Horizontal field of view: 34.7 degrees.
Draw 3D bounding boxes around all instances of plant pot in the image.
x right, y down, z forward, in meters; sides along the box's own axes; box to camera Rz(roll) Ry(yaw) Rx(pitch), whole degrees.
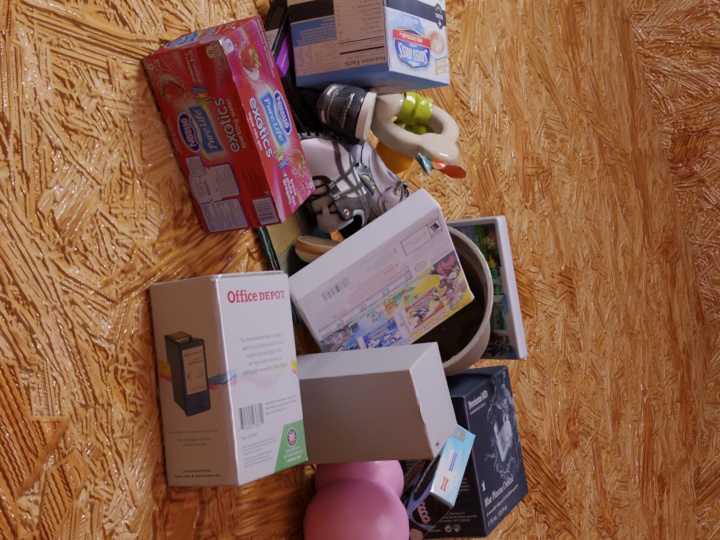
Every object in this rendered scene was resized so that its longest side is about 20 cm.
[{"bbox_3d":[0.094,0.059,1.543,0.184,0.198,0.203,47,42,-67],"label":"plant pot"}]

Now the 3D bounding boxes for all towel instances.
[{"bbox_3d":[-0.082,-0.054,1.375,0.147,0.021,0.202,-49,126,-57],"label":"towel"}]

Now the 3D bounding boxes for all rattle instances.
[{"bbox_3d":[0.067,-0.136,1.517,0.129,0.143,0.201,12,35,-39],"label":"rattle"}]

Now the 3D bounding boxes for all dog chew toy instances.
[{"bbox_3d":[-0.002,0.259,1.355,0.125,0.123,0.202,55,30,-43],"label":"dog chew toy"}]

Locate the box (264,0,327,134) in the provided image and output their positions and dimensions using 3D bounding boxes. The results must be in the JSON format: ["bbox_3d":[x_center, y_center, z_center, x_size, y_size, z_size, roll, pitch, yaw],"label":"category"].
[{"bbox_3d":[-0.062,-0.239,1.445,0.201,0.036,0.144,56,37,-41],"label":"box"}]

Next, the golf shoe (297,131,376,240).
[{"bbox_3d":[-0.038,-0.098,1.368,0.200,0.077,0.096,32,55,-55],"label":"golf shoe"}]

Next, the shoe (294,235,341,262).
[{"bbox_3d":[0.000,0.000,1.394,0.199,0.070,0.054,13,93,-41],"label":"shoe"}]

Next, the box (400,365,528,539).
[{"bbox_3d":[0.146,0.257,1.653,0.196,0.116,0.202,-19,99,-63],"label":"box"}]

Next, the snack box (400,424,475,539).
[{"bbox_3d":[0.067,0.287,1.420,0.037,0.201,0.117,31,41,-4],"label":"snack box"}]

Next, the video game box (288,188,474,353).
[{"bbox_3d":[0.026,0.025,1.358,0.047,0.199,0.183,49,-11,44],"label":"video game box"}]

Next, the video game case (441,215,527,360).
[{"bbox_3d":[0.151,0.028,1.653,0.022,0.181,0.202,-15,98,-41],"label":"video game case"}]

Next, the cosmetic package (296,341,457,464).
[{"bbox_3d":[-0.005,0.150,1.275,0.085,0.198,0.109,-39,118,-60],"label":"cosmetic package"}]

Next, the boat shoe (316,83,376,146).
[{"bbox_3d":[-0.016,-0.191,1.385,0.200,0.067,0.073,-63,164,-86],"label":"boat shoe"}]

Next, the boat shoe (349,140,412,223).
[{"bbox_3d":[0.038,-0.103,1.543,0.201,0.066,0.074,65,31,-50],"label":"boat shoe"}]

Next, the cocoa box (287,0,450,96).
[{"bbox_3d":[0.014,-0.291,1.420,0.200,0.132,0.133,-8,93,-64],"label":"cocoa box"}]

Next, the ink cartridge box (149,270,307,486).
[{"bbox_3d":[-0.130,0.105,1.161,0.145,0.087,0.203,-4,89,-64],"label":"ink cartridge box"}]

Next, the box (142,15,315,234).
[{"bbox_3d":[-0.134,-0.150,1.201,0.096,0.099,0.202,-51,128,-56],"label":"box"}]
